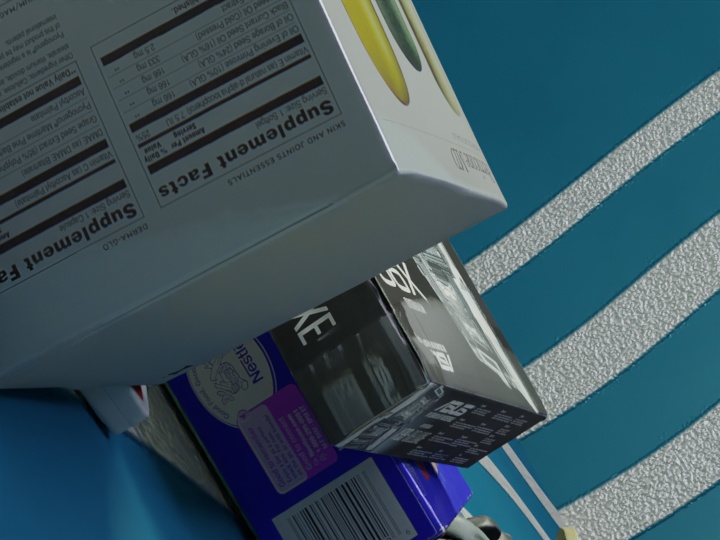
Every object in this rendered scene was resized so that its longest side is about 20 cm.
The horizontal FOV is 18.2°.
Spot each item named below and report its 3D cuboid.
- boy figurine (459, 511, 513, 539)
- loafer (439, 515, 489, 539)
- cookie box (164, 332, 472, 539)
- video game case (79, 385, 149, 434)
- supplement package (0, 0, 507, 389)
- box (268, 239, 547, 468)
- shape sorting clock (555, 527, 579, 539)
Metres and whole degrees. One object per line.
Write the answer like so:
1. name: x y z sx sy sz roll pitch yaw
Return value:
1. boy figurine: 0.032 0.108 1.455 0.124 0.064 0.201 48 15 -55
2. loafer: 0.071 0.215 1.265 0.200 0.071 0.063 52 42 -35
3. cookie box: -0.025 0.059 1.036 0.172 0.075 0.200 58 6 5
4. video game case: -0.131 -0.037 0.869 0.143 0.017 0.200 57 4 -24
5. supplement package: -0.071 -0.082 0.746 0.201 0.150 0.152 66 14 9
6. box: 0.000 0.000 0.940 0.158 0.050 0.200 61 11 16
7. shape sorting clock: 0.110 0.232 1.151 0.200 0.039 0.202 -4 90 -90
